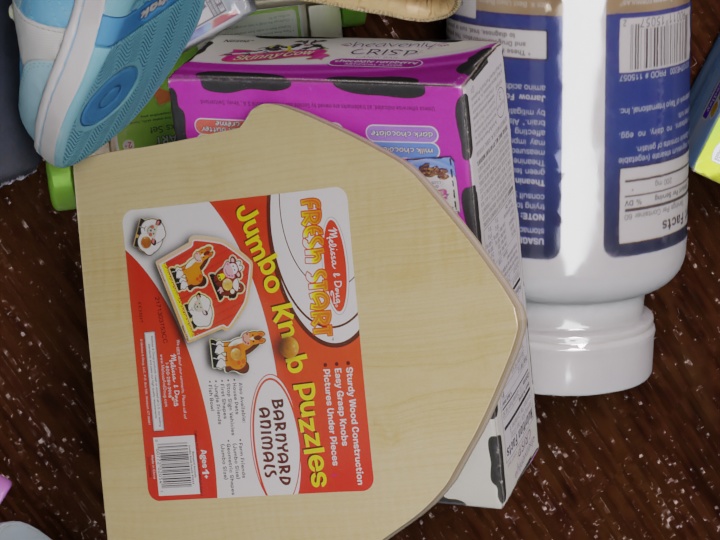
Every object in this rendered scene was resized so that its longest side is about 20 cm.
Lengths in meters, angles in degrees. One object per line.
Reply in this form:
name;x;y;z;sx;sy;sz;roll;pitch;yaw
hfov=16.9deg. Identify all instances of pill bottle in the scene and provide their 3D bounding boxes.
pill bottle;0.094;-0.050;1.103;0.111;0.111;0.200;-2;104;-5

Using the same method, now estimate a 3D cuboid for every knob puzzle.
knob puzzle;-0.021;0.029;1.008;0.219;0.030;0.220;1;93;26

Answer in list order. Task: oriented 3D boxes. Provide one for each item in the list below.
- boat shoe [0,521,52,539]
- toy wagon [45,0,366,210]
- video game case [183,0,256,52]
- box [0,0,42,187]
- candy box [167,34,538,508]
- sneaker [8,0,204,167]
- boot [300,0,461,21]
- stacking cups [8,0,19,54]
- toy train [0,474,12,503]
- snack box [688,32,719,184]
boat shoe;-0.144;0.200;1.172;0.091;0.071;0.200;-25;121;30
toy wagon;-0.070;-0.064;1.122;0.155;0.040;0.200;-7;105;-3
video game case;-0.165;-0.131;1.074;0.200;0.018;0.143;-28;91;12
box;-0.256;-0.124;1.002;0.196;0.124;0.200;0;106;29
candy box;0.000;0.000;1.060;0.136;0.061;0.200;4;115;21
sneaker;-0.126;-0.143;0.963;0.131;0.080;0.200;38;134;14
boot;-0.028;-0.194;0.955;0.200;0.073;0.156;24;62;-44
stacking cups;-0.124;-0.170;1.016;0.060;0.061;0.200;2;111;-6
toy train;-0.246;0.072;1.134;0.200;0.056;0.150;-32;96;4
snack box;0.271;-0.086;1.135;0.200;0.068;0.169;23;100;-12
